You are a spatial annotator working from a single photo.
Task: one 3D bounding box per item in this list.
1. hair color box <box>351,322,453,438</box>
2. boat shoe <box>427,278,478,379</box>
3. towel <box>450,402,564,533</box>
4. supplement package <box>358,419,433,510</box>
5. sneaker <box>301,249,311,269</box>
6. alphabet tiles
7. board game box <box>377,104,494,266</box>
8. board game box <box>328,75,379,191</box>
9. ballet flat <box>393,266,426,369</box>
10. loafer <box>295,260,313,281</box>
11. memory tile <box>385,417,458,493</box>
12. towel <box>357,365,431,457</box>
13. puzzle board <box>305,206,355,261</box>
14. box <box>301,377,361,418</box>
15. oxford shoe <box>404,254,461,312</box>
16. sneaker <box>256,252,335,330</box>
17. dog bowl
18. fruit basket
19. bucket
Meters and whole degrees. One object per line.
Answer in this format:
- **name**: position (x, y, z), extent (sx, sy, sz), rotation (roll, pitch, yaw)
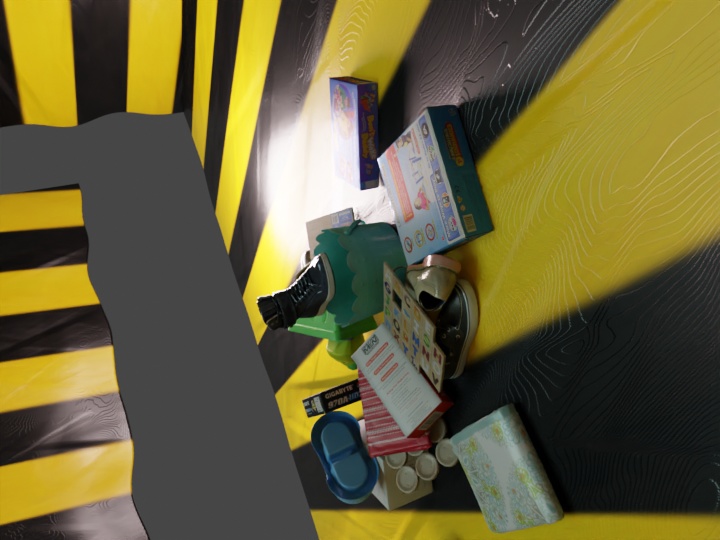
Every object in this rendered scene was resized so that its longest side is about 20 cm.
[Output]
- **hair color box**: position (0.078, 0.210, 1.080), extent (0.102, 0.061, 0.201), rotation (-47, 56, 13)
- **boat shoe**: position (0.151, 0.108, 0.943), extent (0.069, 0.055, 0.204), rotation (48, 144, 48)
- **towel**: position (0.228, 0.321, 0.897), extent (0.174, 0.047, 0.201), rotation (64, 154, 20)
- **supplement package**: position (0.060, 0.416, 1.246), extent (0.199, 0.115, 0.120), rotation (14, 115, 64)
- **sneaker**: position (-0.088, 0.010, 1.458), extent (0.201, 0.074, 0.083), rotation (54, 133, 32)
- **alphabet tiles**: position (0.089, 0.108, 0.977), extent (0.201, 0.007, 0.169), rotation (55, 157, 40)
- **board game box**: position (0.113, -0.128, 0.907), extent (0.195, 0.055, 0.205), rotation (151, 104, -67)
- **board game box**: position (-0.013, -0.279, 1.134), extent (0.134, 0.044, 0.205), rotation (40, 138, 55)
- **ballet flat**: position (0.098, 0.096, 1.064), extent (0.075, 0.066, 0.204), rotation (106, 144, -76)
- **loafer**: position (-0.079, -0.003, 1.307), extent (0.199, 0.071, 0.074), rotation (-32, 73, 49)
- **memory tile**: position (0.099, 0.320, 1.114), extent (0.153, 0.017, 0.202), rotation (-39, 56, 16)
- **towel**: position (0.065, 0.263, 1.125), extent (0.142, 0.022, 0.205), rotation (-20, 67, 27)
- **puzzle board**: position (-0.063, -0.059, 1.347), extent (0.198, 0.017, 0.155), rotation (-10, 89, 51)
- **box**: position (-0.018, 0.270, 1.247), extent (0.047, 0.196, 0.159), rotation (70, 157, 10)
- **oxford shoe**: position (0.107, 0.032, 0.939), extent (0.200, 0.069, 0.075), rotation (115, 172, -75)
- **sneaker**: position (-0.131, 0.049, 1.120), extent (0.078, 0.143, 0.204), rotation (64, 153, 27)
- **dog bowl**: position (-0.033, 0.395, 1.181), extent (0.050, 0.109, 0.201), rotation (85, 160, -47)
- **fruit basket**: position (-0.058, 0.147, 1.318), extent (0.213, 0.153, 0.221), rotation (13, 108, 46)
- **bucket**: position (0.000, 0.000, 1.139), extent (0.207, 0.132, 0.212), rotation (42, 139, 52)
